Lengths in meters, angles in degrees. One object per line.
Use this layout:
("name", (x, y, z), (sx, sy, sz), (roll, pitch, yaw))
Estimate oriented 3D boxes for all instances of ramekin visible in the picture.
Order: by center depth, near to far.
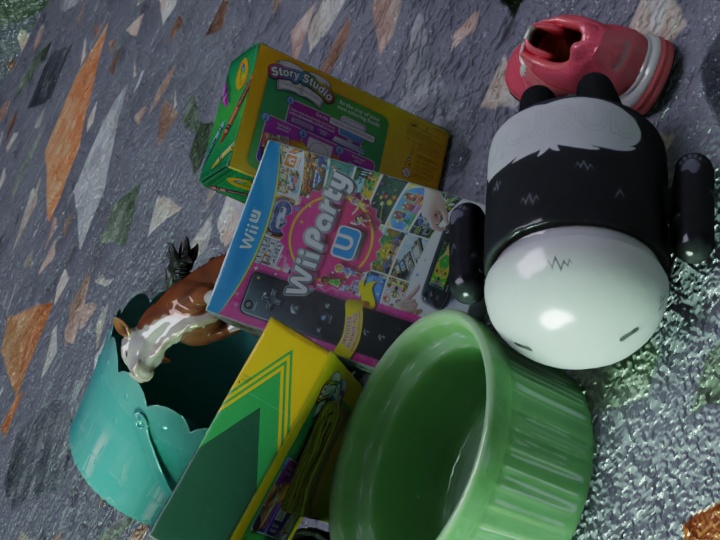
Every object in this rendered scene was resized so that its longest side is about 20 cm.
("ramekin", (0.070, 0.136, 1.100), (0.200, 0.097, 0.201), (-46, 31, 39))

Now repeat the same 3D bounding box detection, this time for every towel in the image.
("towel", (-0.015, 0.152, 1.229), (0.086, 0.018, 0.200), (-67, -15, -6))

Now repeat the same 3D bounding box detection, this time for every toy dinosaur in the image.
("toy dinosaur", (-0.145, 0.036, 1.660), (0.200, 0.102, 0.136), (-41, 46, 7))

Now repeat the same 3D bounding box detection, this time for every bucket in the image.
("bucket", (-0.158, 0.130, 1.467), (0.135, 0.207, 0.207), (-59, 25, 28))

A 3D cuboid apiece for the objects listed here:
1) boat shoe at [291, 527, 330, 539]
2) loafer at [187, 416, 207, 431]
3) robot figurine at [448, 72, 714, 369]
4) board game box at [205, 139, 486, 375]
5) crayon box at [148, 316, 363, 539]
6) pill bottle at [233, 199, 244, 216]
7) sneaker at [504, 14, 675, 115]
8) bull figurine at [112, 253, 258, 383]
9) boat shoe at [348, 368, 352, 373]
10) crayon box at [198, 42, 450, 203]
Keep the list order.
("boat shoe", (-0.006, 0.245, 1.218), (0.069, 0.056, 0.200), (-68, 23, 0))
("loafer", (-0.156, 0.224, 1.558), (0.063, 0.072, 0.200), (112, 169, -46))
("robot figurine", (0.143, -0.031, 1.063), (0.150, 0.124, 0.201), (-47, 31, 49))
("board game box", (0.000, 0.000, 1.253), (0.064, 0.199, 0.148), (38, -110, -71))
("crayon box", (-0.069, 0.139, 1.197), (0.173, 0.058, 0.200), (-62, -13, -8))
("pill bottle", (-0.078, -0.101, 1.605), (0.109, 0.108, 0.200), (-56, 26, 25))
("sneaker", (0.151, -0.165, 1.202), (0.200, 0.087, 0.074), (13, 81, 66))
("bull figurine", (-0.116, 0.027, 1.375), (0.121, 0.065, 0.200), (-2, 27, 47))
("boat shoe", (-0.042, 0.065, 1.433), (0.074, 0.076, 0.200), (-48, 30, 11))
("crayon box", (-0.027, -0.097, 1.379), (0.058, 0.199, 0.119), (-25, 48, 57))
